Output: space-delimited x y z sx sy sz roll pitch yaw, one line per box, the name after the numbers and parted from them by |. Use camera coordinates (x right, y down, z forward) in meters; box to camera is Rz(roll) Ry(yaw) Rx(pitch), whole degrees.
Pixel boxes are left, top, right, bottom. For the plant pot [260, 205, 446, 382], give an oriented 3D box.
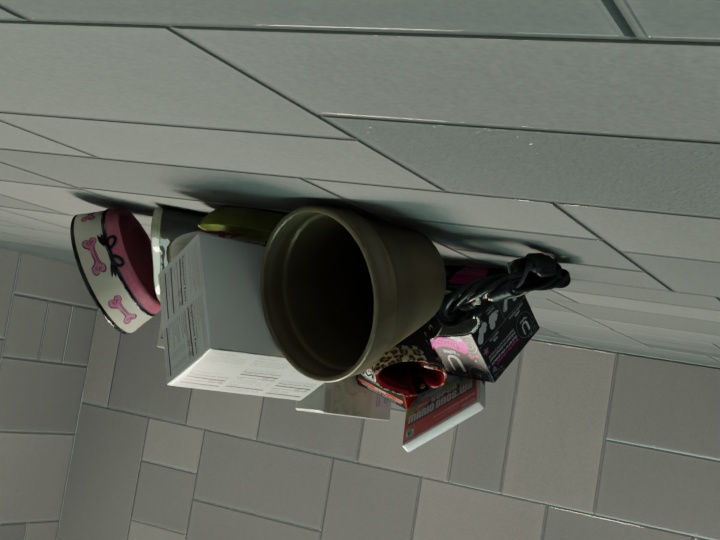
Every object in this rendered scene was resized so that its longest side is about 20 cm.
0.007 0.019 1.391 0.198 0.204 0.172 5 -171 45 | plant pot

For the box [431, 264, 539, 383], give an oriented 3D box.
0.146 0.078 1.759 0.198 0.132 0.116 4 131 50 | box

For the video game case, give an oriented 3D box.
0.129 0.180 1.775 0.017 0.142 0.201 49 -158 -18 | video game case

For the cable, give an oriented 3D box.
0.182 0.030 1.477 0.162 0.051 0.199 -29 170 24 | cable

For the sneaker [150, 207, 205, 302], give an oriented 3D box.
-0.252 -0.008 1.743 0.104 0.076 0.201 6 143 3 | sneaker

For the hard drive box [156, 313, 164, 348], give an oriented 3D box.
-0.242 0.033 1.850 0.076 0.204 0.155 10 176 -37 | hard drive box

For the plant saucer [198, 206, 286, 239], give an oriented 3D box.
-0.120 -0.056 1.579 0.196 0.032 0.200 11 175 1 | plant saucer

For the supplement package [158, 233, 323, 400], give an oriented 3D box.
-0.137 0.061 1.462 0.198 0.158 0.111 12 146 -36 | supplement package

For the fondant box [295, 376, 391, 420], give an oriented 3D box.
-0.019 0.158 1.857 0.057 0.147 0.199 0 171 32 | fondant box

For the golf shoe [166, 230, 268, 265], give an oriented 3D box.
-0.162 -0.021 1.547 0.198 0.074 0.092 6 160 -39 | golf shoe

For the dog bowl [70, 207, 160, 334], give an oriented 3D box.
-0.367 -0.007 1.801 0.073 0.203 0.200 -23 171 6 | dog bowl

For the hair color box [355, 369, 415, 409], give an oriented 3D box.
0.034 0.112 1.745 0.101 0.061 0.202 23 147 30 | hair color box

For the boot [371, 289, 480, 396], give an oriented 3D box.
0.081 0.092 1.510 0.197 0.074 0.152 10 -145 -23 | boot
